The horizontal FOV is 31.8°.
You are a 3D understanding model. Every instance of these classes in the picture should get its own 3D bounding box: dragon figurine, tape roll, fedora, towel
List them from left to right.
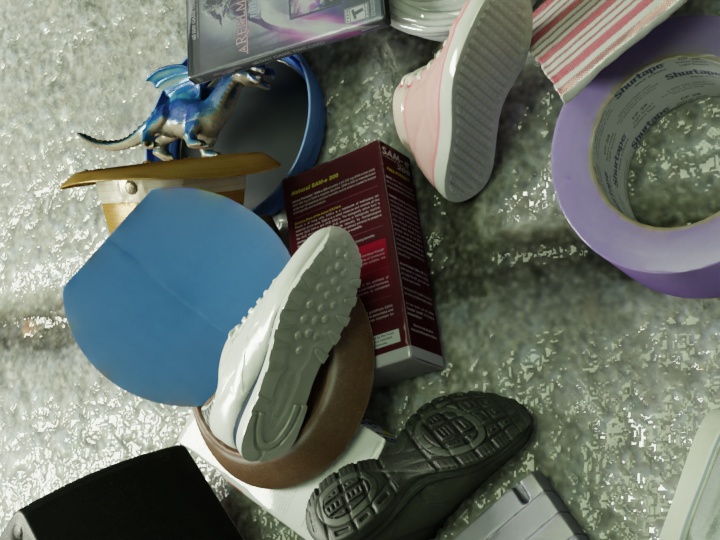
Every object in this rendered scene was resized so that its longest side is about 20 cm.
[{"bbox_3d":[-0.164,-0.057,1.117,0.199,0.200,0.082,-2,98,31],"label":"fedora"},{"bbox_3d":[-0.172,-0.158,1.212,0.199,0.059,0.100,-1,74,27],"label":"dragon figurine"},{"bbox_3d":[0.200,-0.208,1.000,0.146,0.030,0.200,-41,21,15],"label":"towel"},{"bbox_3d":[0.252,-0.085,0.964,0.199,0.085,0.202,-10,70,29],"label":"tape roll"}]

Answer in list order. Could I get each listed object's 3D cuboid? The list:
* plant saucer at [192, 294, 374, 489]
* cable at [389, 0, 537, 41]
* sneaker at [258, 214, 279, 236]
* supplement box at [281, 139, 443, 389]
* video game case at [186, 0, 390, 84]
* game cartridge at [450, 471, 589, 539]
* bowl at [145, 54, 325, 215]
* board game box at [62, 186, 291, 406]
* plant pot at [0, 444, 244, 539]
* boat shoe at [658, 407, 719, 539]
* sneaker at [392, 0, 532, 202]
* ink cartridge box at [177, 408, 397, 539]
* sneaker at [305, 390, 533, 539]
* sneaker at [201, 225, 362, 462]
[{"bbox_3d":[-0.078,0.084,1.082,0.199,0.034,0.202,-11,72,35],"label":"plant saucer"},{"bbox_3d":[0.087,-0.301,1.139,0.199,0.069,0.202,-8,73,29],"label":"cable"},{"bbox_3d":[-0.145,0.036,1.192,0.199,0.067,0.090,-32,77,15],"label":"sneaker"},{"bbox_3d":[0.000,0.000,1.107,0.108,0.061,0.201,-19,68,28],"label":"supplement box"},{"bbox_3d":[-0.071,-0.260,1.154,0.199,0.019,0.144,-13,67,20],"label":"video game case"},{"bbox_3d":[0.101,0.270,0.986,0.200,0.038,0.130,-43,62,14],"label":"game cartridge"},{"bbox_3d":[-0.122,-0.135,1.235,0.199,0.039,0.202,-10,71,29],"label":"bowl"},{"bbox_3d":[-0.150,0.016,1.067,0.200,0.158,0.039,-45,17,17],"label":"board game box"},{"bbox_3d":[-0.218,0.288,1.066,0.200,0.177,0.200,51,118,32],"label":"plant pot"},{"bbox_3d":[0.254,0.199,0.889,0.071,0.070,0.202,13,80,37],"label":"boat shoe"},{"bbox_3d":[0.076,-0.166,1.062,0.105,0.075,0.201,51,143,40],"label":"sneaker"},{"bbox_3d":[-0.062,0.153,1.109,0.199,0.050,0.110,29,93,35],"label":"ink cartridge box"},{"bbox_3d":[0.053,0.171,1.022,0.199,0.091,0.076,-30,43,-2],"label":"sneaker"},{"bbox_3d":[-0.069,0.051,1.022,0.080,0.076,0.201,30,94,46],"label":"sneaker"}]
